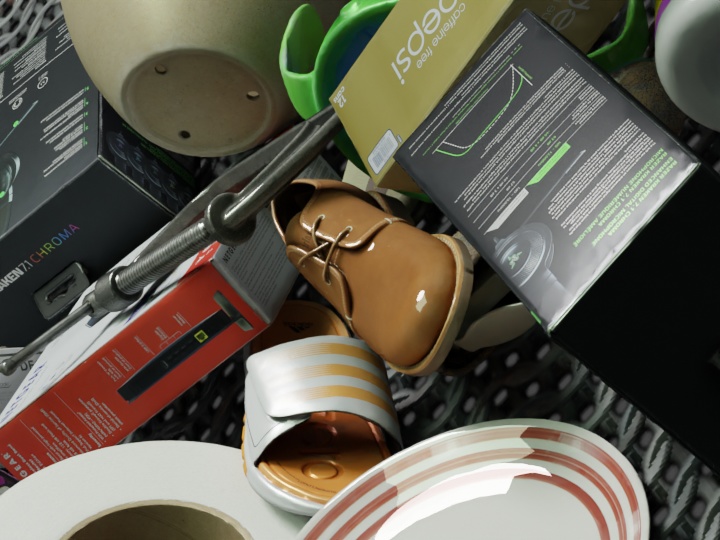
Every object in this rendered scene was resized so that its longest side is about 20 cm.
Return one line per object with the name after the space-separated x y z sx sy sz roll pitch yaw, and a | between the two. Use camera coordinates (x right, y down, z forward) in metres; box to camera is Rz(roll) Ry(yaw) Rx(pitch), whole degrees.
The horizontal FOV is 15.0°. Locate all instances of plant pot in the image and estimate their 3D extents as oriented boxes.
-0.086 -0.146 1.593 0.200 0.200 0.135 -29 41 34 | plant pot

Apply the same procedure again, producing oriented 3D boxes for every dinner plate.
0.042 0.147 1.240 0.199 0.024 0.201 -22 34 16 | dinner plate

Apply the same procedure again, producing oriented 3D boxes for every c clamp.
-0.083 -0.020 1.416 0.200 0.027 0.171 -32 10 50 | c clamp

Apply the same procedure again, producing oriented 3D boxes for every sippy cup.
0.056 -0.126 1.455 0.131 0.177 0.140 -68 3 -45 | sippy cup

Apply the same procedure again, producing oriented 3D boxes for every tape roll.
-0.099 0.159 1.326 0.202 0.037 0.203 -1 36 1 | tape roll

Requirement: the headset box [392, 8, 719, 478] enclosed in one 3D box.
0.131 0.003 1.160 0.093 0.174 0.200 -48 32 5 | headset box

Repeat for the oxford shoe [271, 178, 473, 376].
0.000 0.000 1.341 0.072 0.071 0.200 -66 22 6 | oxford shoe

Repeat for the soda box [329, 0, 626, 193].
0.071 -0.127 1.309 0.200 0.068 0.064 -52 48 32 | soda box

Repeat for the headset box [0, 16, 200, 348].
-0.191 -0.052 1.722 0.174 0.093 0.200 -37 33 23 | headset box

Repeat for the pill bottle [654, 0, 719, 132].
0.194 -0.166 1.319 0.104 0.104 0.201 -30 37 33 | pill bottle

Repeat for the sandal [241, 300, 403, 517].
-0.026 0.054 1.398 0.207 0.079 0.059 -110 21 -59 | sandal

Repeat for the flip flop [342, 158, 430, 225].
0.013 -0.095 1.536 0.081 0.058 0.201 -23 38 39 | flip flop

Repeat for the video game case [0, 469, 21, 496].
-0.218 0.142 1.482 0.200 0.181 0.036 -4 56 51 | video game case

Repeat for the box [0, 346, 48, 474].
-0.255 0.110 1.621 0.200 0.116 0.060 -30 73 33 | box

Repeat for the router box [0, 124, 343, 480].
-0.106 0.021 1.522 0.179 0.049 0.200 -38 12 23 | router box

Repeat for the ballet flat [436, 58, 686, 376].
0.096 -0.017 1.345 0.200 0.068 0.067 -48 33 28 | ballet flat
